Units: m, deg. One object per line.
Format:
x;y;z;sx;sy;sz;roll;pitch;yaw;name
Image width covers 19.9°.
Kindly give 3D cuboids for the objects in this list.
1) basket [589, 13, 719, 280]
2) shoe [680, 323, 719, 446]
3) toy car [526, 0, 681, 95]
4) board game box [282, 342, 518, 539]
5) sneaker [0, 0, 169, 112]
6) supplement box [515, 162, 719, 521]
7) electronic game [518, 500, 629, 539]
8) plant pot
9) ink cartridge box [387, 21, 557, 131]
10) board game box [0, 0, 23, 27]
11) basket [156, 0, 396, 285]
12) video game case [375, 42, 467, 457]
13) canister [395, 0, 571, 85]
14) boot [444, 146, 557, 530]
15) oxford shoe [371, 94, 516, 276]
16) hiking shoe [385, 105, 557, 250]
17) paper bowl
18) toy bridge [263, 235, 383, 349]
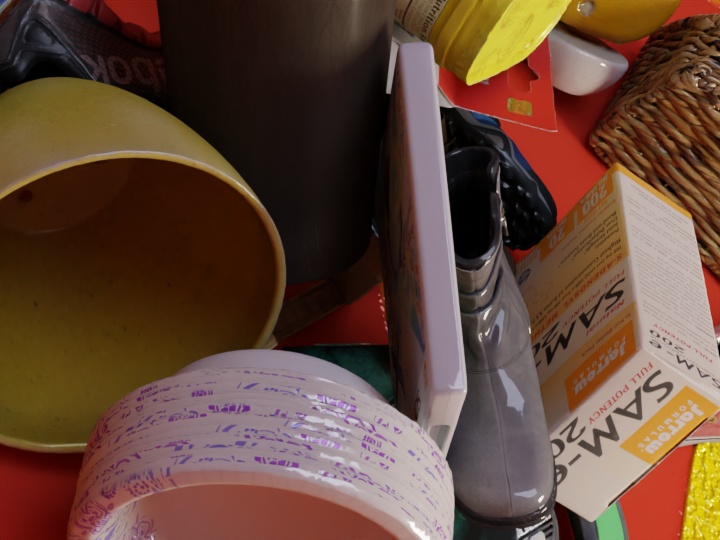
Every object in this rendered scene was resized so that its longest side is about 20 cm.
0.296;-0.101;1.530;0.200;0.143;0.149;45;47;-9;basket
0.277;0.077;1.445;0.199;0.091;0.072;-5;68;-40;shoe
0.135;-0.240;1.492;0.199;0.176;0.150;17;21;-30;toy car
0.024;0.137;1.210;0.134;0.028;0.202;-1;61;-7;board game box
-0.142;-0.106;1.234;0.199;0.071;0.099;26;58;-29;sneaker
0.155;0.042;1.308;0.073;0.126;0.201;32;30;-20;supplement box
0.091;0.158;1.284;0.199;0.042;0.202;20;54;-29;electronic game
-0.155;-0.022;1.112;0.199;0.201;0.142;13;31;-32;plant pot
0.035;-0.165;1.335;0.198;0.050;0.161;12;31;-4;ink cartridge box
-0.220;-0.126;1.091;0.034;0.200;0.136;43;47;-10;board game box
-0.048;-0.105;1.167;0.135;0.202;0.180;-13;31;-22;basket
0.031;0.005;1.142;0.022;0.183;0.202;-2;67;-5;video game case
0.030;-0.217;1.293;0.200;0.087;0.148;39;27;11;canister
0.066;0.036;1.163;0.069;0.132;0.201;-10;47;-1;boot
0.038;-0.058;1.340;0.200;0.084;0.073;45;44;-10;oxford shoe
0.070;-0.105;1.398;0.200;0.074;0.087;47;46;-7;hiking shoe
-0.048;0.119;1.082;0.200;0.200;0.105;28;46;-22;paper bowl
0.000;0.000;1.278;0.199;0.067;0.027;-33;86;-24;toy bridge
